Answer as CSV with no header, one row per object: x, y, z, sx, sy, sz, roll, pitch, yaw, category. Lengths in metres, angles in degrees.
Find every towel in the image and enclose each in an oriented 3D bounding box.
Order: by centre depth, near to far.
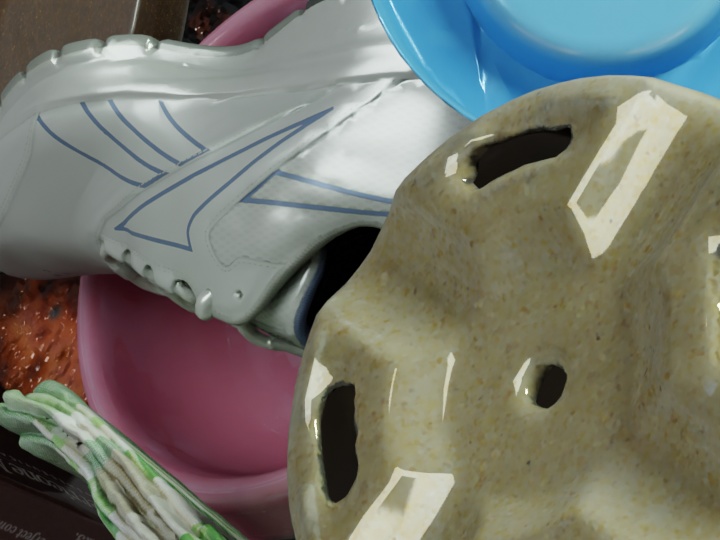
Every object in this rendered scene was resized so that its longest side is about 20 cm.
-0.007,0.098,0.705,0.023,0.152,0.200,-50,26,-4,towel

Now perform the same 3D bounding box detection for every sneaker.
-0.035,-0.018,0.785,0.200,0.074,0.087,-12,66,41,sneaker

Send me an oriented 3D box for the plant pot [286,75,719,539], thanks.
0.090,0.054,0.647,0.200,0.183,0.201,-22,55,35,plant pot

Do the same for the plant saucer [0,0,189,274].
-0.109,-0.093,1.000,0.200,0.034,0.201,-19,66,52,plant saucer

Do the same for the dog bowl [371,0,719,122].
0.077,-0.114,0.708,0.111,0.050,0.200,27,80,9,dog bowl

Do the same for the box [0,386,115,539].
-0.168,0.052,0.962,0.075,0.100,0.200,-55,43,7,box

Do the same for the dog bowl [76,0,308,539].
0.000,0.000,0.846,0.200,0.074,0.201,-22,54,34,dog bowl
